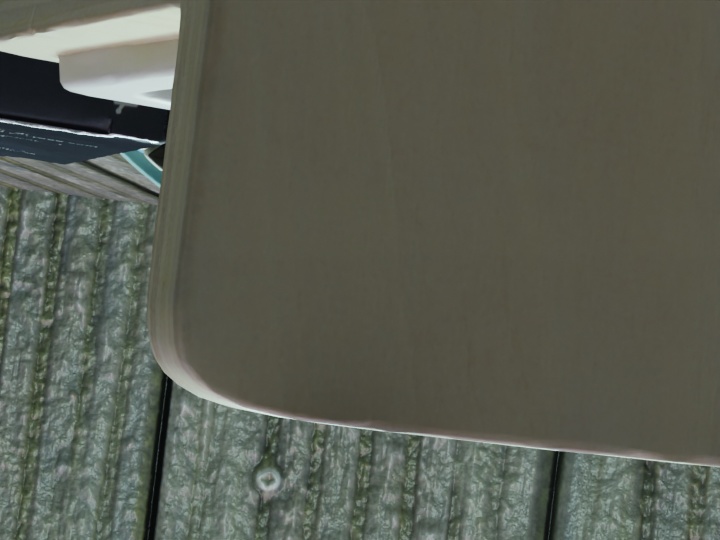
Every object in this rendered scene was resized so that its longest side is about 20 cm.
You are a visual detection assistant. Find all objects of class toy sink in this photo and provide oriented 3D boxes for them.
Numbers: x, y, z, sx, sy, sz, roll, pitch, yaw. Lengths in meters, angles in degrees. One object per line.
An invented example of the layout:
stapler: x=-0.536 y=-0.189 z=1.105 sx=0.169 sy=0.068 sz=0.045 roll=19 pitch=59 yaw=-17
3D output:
toy sink: x=0.017 y=-0.074 z=0.443 sx=0.130 sy=0.201 sz=0.112 roll=7 pitch=178 yaw=-26

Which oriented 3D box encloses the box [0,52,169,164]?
box: x=-0.185 y=-0.115 z=1.068 sx=0.196 sy=0.118 sz=0.200 roll=8 pitch=179 yaw=-17

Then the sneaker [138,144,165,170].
sneaker: x=-0.113 y=-0.102 z=1.364 sx=0.200 sy=0.079 sz=0.090 roll=32 pitch=179 yaw=-3

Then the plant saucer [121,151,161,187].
plant saucer: x=-0.073 y=-0.090 z=1.436 sx=0.200 sy=0.036 sz=0.200 roll=26 pitch=153 yaw=15
